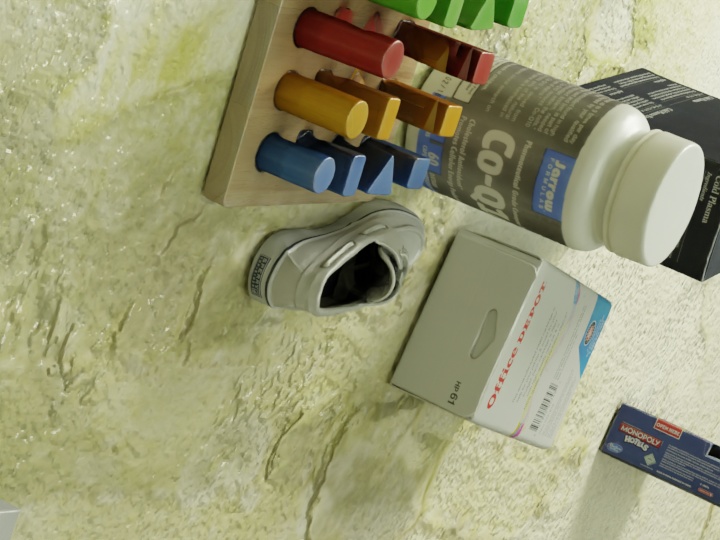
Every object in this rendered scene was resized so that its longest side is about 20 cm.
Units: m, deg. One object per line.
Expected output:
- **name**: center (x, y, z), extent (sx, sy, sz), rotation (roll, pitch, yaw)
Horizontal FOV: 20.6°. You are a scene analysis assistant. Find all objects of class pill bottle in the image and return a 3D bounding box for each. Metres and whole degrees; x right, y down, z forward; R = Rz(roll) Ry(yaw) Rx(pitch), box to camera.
- **pill bottle**: center (0.143, -0.082, 1.456), extent (0.114, 0.200, 0.114), rotation (-41, 144, -40)

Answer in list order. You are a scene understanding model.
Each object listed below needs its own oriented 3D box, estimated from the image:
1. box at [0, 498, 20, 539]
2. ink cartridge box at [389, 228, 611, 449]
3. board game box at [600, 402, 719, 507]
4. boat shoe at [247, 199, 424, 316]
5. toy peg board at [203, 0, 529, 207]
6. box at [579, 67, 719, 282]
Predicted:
- **box**: center (-0.280, 0.221, 1.104), extent (0.156, 0.041, 0.200), rotation (7, 104, -63)
- **ink cartridge box**: center (0.122, 0.060, 1.662), extent (0.145, 0.085, 0.200), rotation (-66, 155, -1)
- **board game box**: center (0.374, 0.215, 2.177), extent (0.062, 0.200, 0.200), rotation (-66, 168, 1)
- **boat shoe**: center (0.000, 0.000, 1.410), extent (0.200, 0.065, 0.074), rotation (-23, 130, -54)
- **toy peg board**: center (0.015, -0.126, 1.301), extent (0.200, 0.098, 0.199), rotation (-6, 116, -60)
- **box**: center (0.266, -0.087, 1.699), extent (0.200, 0.182, 0.104), rotation (-20, 128, -55)
